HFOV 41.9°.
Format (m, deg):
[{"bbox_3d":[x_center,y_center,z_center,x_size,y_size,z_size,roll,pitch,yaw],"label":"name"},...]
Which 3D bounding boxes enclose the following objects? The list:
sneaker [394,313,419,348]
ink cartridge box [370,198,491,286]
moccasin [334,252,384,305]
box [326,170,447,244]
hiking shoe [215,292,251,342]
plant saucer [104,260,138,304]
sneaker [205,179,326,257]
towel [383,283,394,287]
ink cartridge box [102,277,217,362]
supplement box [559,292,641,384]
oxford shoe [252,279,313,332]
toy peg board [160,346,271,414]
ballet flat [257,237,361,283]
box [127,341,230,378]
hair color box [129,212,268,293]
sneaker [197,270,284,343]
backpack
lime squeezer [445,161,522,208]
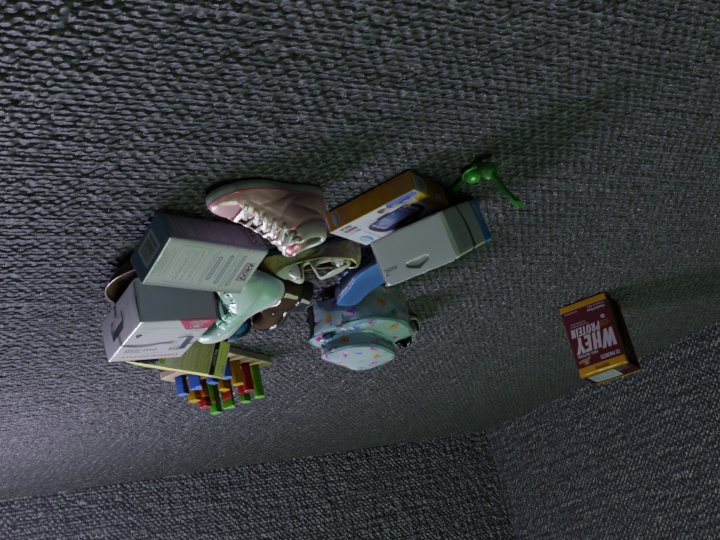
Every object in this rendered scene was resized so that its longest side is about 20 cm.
[{"bbox_3d":[0.097,0.148,2.238,0.075,0.089,0.200,-21,161,14],"label":"sneaker"},{"bbox_3d":[0.125,-0.051,1.626,0.144,0.085,0.200,-23,-179,25],"label":"ink cartridge box"},{"bbox_3d":[0.000,0.000,1.801,0.080,0.069,0.200,10,149,-34],"label":"moccasin"},{"bbox_3d":[0.035,-0.098,1.595,0.199,0.042,0.119,-28,157,27],"label":"box"},{"bbox_3d":[-0.264,0.091,1.844,0.086,0.075,0.199,-22,159,23],"label":"hiking shoe"},{"bbox_3d":[-0.344,0.010,1.628,0.198,0.037,0.201,-12,161,-4],"label":"plant saucer"},{"bbox_3d":[-0.136,-0.076,1.439,0.198,0.106,0.075,0,158,-32],"label":"sneaker"},{"bbox_3d":[0.022,0.034,1.986,0.085,0.018,0.200,7,152,-35],"label":"towel"},{"bbox_3d":[-0.355,0.087,1.652,0.144,0.086,0.200,-1,158,-32],"label":"ink cartridge box"},{"bbox_3d":[0.659,0.190,2.581,0.132,0.200,0.200,-22,160,21],"label":"supplement box"},{"bbox_3d":[-0.175,0.062,1.862,0.084,0.074,0.200,16,146,-26],"label":"oxford shoe"},{"bbox_3d":[-0.336,0.270,2.249,0.198,0.099,0.199,-23,159,21],"label":"toy peg board"},{"bbox_3d":[-0.093,-0.012,1.701,0.197,0.072,0.071,-12,161,-6],"label":"ballet flat"},{"bbox_3d":[-0.363,0.164,1.866,0.197,0.076,0.050,6,167,16],"label":"box"},{"bbox_3d":[-0.256,-0.025,1.509,0.199,0.061,0.099,8,127,-46],"label":"hair color box"},{"bbox_3d":[-0.248,0.054,1.693,0.199,0.074,0.118,-33,144,18],"label":"sneaker"},{"bbox_3d":[0.007,0.116,1.960,0.199,0.155,0.175,-28,147,25],"label":"backpack"},{"bbox_3d":[0.199,-0.146,1.553,0.037,0.071,0.199,-28,-161,-27],"label":"lime squeezer"}]
